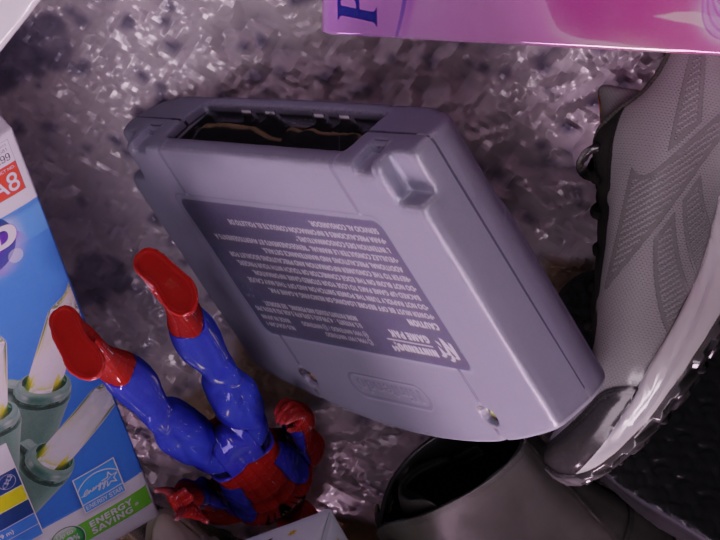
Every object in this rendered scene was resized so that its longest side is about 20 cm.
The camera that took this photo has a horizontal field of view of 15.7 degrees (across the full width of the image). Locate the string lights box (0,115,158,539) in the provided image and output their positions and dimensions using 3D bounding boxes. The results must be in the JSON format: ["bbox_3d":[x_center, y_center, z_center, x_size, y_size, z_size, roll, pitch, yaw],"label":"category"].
[{"bbox_3d":[-0.155,0.033,0.972,0.103,0.059,0.200,-30,133,-15],"label":"string lights box"}]

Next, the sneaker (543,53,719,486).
[{"bbox_3d":[0.108,-0.017,0.936,0.079,0.074,0.201,24,95,9],"label":"sneaker"}]

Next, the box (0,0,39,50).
[{"bbox_3d":[-0.115,-0.169,0.848,0.106,0.152,0.200,36,119,-13],"label":"box"}]

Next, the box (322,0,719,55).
[{"bbox_3d":[0.089,-0.170,0.847,0.199,0.097,0.176,4,122,7],"label":"box"}]

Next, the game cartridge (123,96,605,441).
[{"bbox_3d":[0.000,0.000,0.939,0.200,0.041,0.133,9,133,56],"label":"game cartridge"}]

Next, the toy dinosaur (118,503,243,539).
[{"bbox_3d":[-0.081,0.136,1.097,0.200,0.047,0.088,30,107,-7],"label":"toy dinosaur"}]

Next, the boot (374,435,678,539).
[{"bbox_3d":[0.023,0.140,1.018,0.200,0.078,0.138,-43,127,7],"label":"boot"}]

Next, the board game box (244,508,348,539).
[{"bbox_3d":[-0.032,0.207,0.993,0.147,0.064,0.200,-21,112,20],"label":"board game box"}]

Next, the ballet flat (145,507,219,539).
[{"bbox_3d":[-0.104,0.131,1.048,0.199,0.069,0.071,0,81,3],"label":"ballet flat"}]

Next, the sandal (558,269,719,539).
[{"bbox_3d":[0.139,0.084,0.983,0.200,0.075,0.048,47,161,16],"label":"sandal"}]

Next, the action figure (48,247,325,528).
[{"bbox_3d":[-0.053,0.064,1.007,0.065,0.052,0.200,-39,148,-2],"label":"action figure"}]
